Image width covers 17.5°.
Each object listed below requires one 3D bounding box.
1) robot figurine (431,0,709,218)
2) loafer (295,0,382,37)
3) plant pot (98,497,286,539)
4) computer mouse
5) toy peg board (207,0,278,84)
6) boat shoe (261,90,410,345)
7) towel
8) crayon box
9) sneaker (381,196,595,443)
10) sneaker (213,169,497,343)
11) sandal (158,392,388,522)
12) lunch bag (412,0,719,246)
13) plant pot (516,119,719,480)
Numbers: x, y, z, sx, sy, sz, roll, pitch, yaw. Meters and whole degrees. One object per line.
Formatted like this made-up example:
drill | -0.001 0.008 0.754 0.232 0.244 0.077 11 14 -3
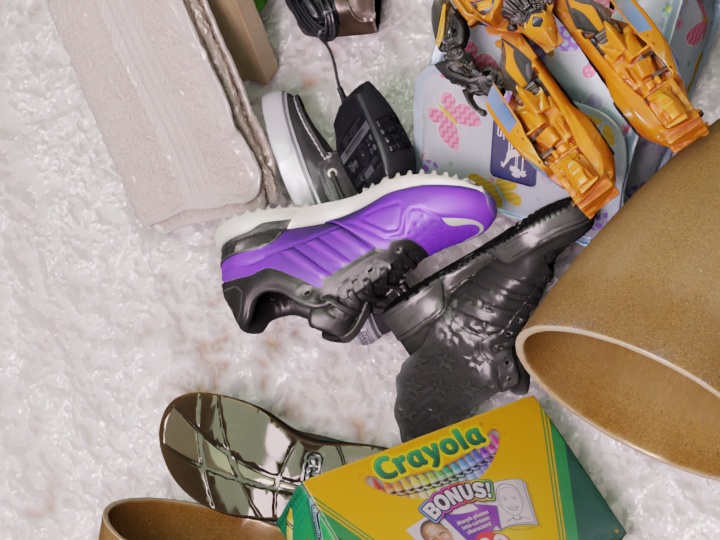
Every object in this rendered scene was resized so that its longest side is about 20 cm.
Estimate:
robot figurine | 0.131 -0.142 1.517 0.145 0.058 0.200 -36 68 6
loafer | 0.016 -0.259 1.720 0.071 0.073 0.200 18 88 12
plant pot | -0.113 0.279 1.577 0.186 0.186 0.200 22 99 23
computer mouse | -0.006 -0.133 1.651 0.034 0.059 0.200 -11 69 -29
toy peg board | -0.150 -0.256 1.715 0.199 0.200 0.098 20 65 24
boat shoe | -0.010 -0.047 1.671 0.066 0.070 0.200 -23 70 4
towel | -0.143 -0.125 1.681 0.132 0.034 0.200 -12 108 38
crayon box | 0.060 0.170 1.532 0.200 0.058 0.119 -18 64 -33
sneaker | 0.094 0.038 1.590 0.200 0.060 0.104 -31 94 19
sneaker | 0.000 0.000 1.586 0.200 0.070 0.100 -13 62 14
sandal | -0.046 0.139 1.647 0.200 0.055 0.082 10 86 7
lunch bag | 0.138 -0.130 1.610 0.169 0.127 0.200 23 96 23
plant pot | 0.230 0.007 1.520 0.186 0.186 0.200 23 70 23
